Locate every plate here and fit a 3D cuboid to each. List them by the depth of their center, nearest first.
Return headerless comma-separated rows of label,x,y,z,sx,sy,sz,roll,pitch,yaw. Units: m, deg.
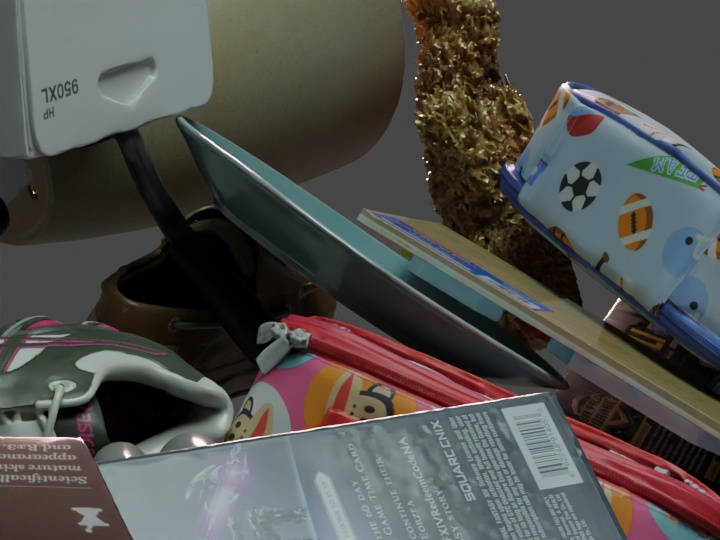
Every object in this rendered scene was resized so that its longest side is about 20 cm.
plate,0.000,0.000,1.081,0.200,0.026,0.200,35,4,-2

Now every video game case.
video game case,0.001,0.110,0.798,0.199,0.019,0.143,-8,54,-25

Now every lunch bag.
lunch bag,0.046,0.087,0.989,0.199,0.082,0.176,24,-5,14
lunch bag,0.166,0.000,1.182,0.160,0.076,0.200,28,13,-44

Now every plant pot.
plant pot,-0.111,-0.094,1.251,0.187,0.188,0.200,31,44,26

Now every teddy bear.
teddy bear,0.055,-0.054,1.284,0.066,0.202,0.145,-14,4,-2

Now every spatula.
spatula,-0.083,-0.028,1.107,0.056,0.021,0.200,-24,61,-24

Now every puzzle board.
puzzle board,0.097,0.032,1.097,0.199,0.017,0.151,31,6,13

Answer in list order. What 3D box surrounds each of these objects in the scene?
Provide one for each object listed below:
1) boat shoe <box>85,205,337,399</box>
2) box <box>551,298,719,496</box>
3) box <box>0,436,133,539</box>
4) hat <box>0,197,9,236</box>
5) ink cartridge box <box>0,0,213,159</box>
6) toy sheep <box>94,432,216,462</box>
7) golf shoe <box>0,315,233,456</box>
boat shoe,-0.061,0.012,1.156,0.075,0.074,0.200,24,27,16
box,0.173,0.079,1.198,0.159,0.050,0.200,20,26,12
box,-0.131,0.146,0.702,0.099,0.201,0.075,4,28,-25
hat,-0.240,0.004,1.006,0.199,0.082,0.201,7,11,-1
ink cartridge box,-0.180,-0.103,1.069,0.199,0.085,0.144,5,16,27
toy sheep,-0.071,0.121,0.858,0.199,0.139,0.138,-24,36,-6
golf shoe,-0.140,0.053,0.932,0.199,0.078,0.088,-11,10,-42
